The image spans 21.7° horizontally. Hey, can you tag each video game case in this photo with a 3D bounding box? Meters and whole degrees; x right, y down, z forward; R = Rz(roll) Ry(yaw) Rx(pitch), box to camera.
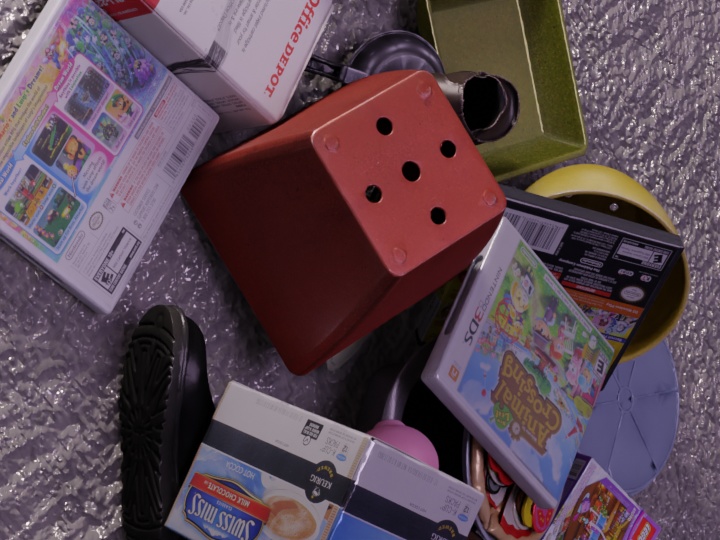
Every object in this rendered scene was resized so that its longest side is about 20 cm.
[{"bbox_3d":[0.176,0.018,1.763,0.199,0.181,0.026,15,32,-17],"label":"video game case"},{"bbox_3d":[-0.221,-0.096,1.505,0.182,0.024,0.201,41,66,-34],"label":"video game case"},{"bbox_3d":[0.146,0.084,1.688,0.200,0.022,0.183,48,52,-32],"label":"video game case"}]

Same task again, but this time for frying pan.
[{"bbox_3d":[0.010,-0.185,1.715,0.190,0.031,0.115,42,80,-31],"label":"frying pan"}]

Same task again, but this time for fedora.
[{"bbox_3d":[0.055,0.151,1.722,0.177,0.090,0.201,-26,111,-41],"label":"fedora"}]

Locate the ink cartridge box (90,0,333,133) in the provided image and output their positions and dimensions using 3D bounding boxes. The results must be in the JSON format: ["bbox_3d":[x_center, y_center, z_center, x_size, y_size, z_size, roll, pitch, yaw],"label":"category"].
[{"bbox_3d":[-0.132,-0.231,1.573,0.200,0.084,0.145,42,59,-34],"label":"ink cartridge box"}]

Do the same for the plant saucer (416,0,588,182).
[{"bbox_3d":[0.131,-0.192,1.853,0.200,0.048,0.201,-18,100,-43],"label":"plant saucer"}]

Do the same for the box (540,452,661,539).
[{"bbox_3d":[0.204,0.299,1.864,0.137,0.039,0.200,45,71,-33],"label":"box"}]

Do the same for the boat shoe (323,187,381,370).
[{"bbox_3d":[0.000,0.000,1.705,0.202,0.060,0.072,-58,164,-25],"label":"boat shoe"}]

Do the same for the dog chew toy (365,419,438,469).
[{"bbox_3d":[0.033,0.220,1.567,0.124,0.124,0.201,24,50,-41],"label":"dog chew toy"}]

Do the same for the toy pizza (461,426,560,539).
[{"bbox_3d":[0.154,0.164,1.738,0.200,0.032,0.201,-2,92,-57],"label":"toy pizza"}]

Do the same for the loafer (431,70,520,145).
[{"bbox_3d":[0.105,-0.146,1.716,0.200,0.071,0.073,-12,103,-61],"label":"loafer"}]

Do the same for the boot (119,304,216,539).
[{"bbox_3d":[-0.117,0.132,1.560,0.157,0.079,0.212,-1,98,-38],"label":"boot"}]

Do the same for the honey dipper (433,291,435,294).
[{"bbox_3d":[0.096,0.044,1.809,0.200,0.038,0.038,50,55,-32],"label":"honey dipper"}]

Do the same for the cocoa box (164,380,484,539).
[{"bbox_3d":[-0.031,0.187,1.457,0.133,0.200,0.132,30,81,-37],"label":"cocoa box"}]

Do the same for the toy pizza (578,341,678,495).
[{"bbox_3d":[0.264,0.135,1.959,0.200,0.032,0.201,5,83,-45],"label":"toy pizza"}]

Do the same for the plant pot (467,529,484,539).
[{"bbox_3d":[0.105,0.353,1.635,0.186,0.200,0.188,-21,127,-30],"label":"plant pot"}]

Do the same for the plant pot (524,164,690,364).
[{"bbox_3d":[0.222,-0.025,1.853,0.200,0.199,0.142,58,21,-24],"label":"plant pot"}]

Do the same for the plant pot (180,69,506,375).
[{"bbox_3d":[0.003,-0.059,1.572,0.199,0.176,0.200,-32,91,-30],"label":"plant pot"}]
